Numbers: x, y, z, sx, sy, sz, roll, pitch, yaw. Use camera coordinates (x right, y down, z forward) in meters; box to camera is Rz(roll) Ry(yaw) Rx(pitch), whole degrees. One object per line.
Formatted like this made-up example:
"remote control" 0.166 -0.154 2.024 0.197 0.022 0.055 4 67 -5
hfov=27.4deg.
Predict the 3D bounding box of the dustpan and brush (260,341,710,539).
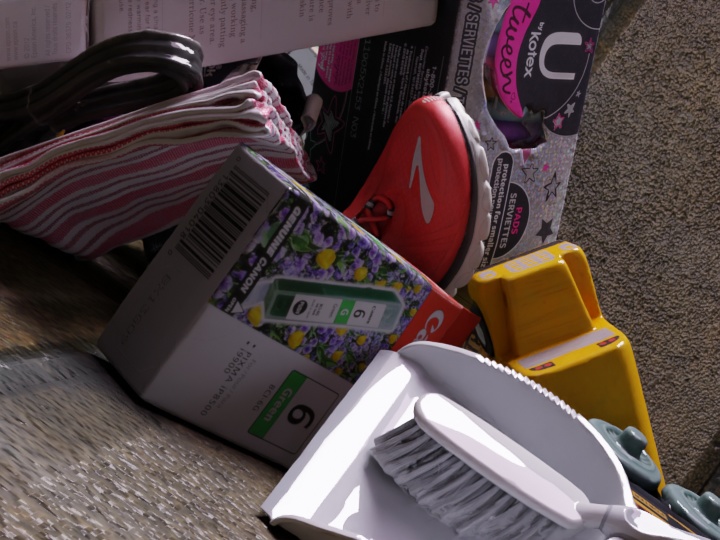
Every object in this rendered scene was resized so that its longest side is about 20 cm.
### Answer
"dustpan and brush" 0.078 0.095 0.588 0.199 0.058 0.140 32 36 7

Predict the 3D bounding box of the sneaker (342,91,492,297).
"sneaker" 0.000 0.000 0.760 0.084 0.201 0.077 1 36 -38

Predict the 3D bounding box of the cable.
"cable" -0.154 -0.081 0.690 0.097 0.051 0.199 23 -35 -32

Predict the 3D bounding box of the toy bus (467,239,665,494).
"toy bus" 0.116 0.090 0.785 0.078 0.064 0.202 -133 -155 -72

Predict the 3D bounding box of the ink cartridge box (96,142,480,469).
"ink cartridge box" -0.014 0.037 0.685 0.200 0.109 0.050 34 4 -45

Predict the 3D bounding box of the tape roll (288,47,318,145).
"tape roll" -0.061 -0.104 0.987 0.200 0.048 0.202 38 36 -34

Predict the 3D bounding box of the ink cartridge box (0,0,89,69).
"ink cartridge box" -0.257 -0.132 0.698 0.198 0.044 0.198 -10 27 -31

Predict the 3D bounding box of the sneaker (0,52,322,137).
"sneaker" -0.108 -0.113 0.803 0.198 0.080 0.129 32 -26 -22

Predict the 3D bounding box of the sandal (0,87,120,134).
"sandal" -0.165 -0.061 0.798 0.082 0.050 0.202 33 -25 -30

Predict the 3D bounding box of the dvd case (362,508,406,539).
"dvd case" 0.082 0.163 0.664 0.146 0.022 0.200 37 4 23

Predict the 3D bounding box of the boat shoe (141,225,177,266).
"boat shoe" -0.092 -0.033 0.999 0.200 0.070 0.092 1 68 -60

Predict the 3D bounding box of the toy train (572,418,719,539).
"toy train" 0.147 0.151 0.690 0.199 0.085 0.114 37 14 -8

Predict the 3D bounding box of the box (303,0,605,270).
"box" 0.053 -0.104 0.871 0.114 0.202 0.132 -4 21 -36

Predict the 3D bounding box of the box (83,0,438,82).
"box" -0.077 -0.188 0.766 0.198 0.107 0.152 -16 37 -29

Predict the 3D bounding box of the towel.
"towel" -0.099 -0.041 0.725 0.200 0.145 0.030 55 17 -82

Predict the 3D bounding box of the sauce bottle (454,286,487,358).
"sauce bottle" 0.066 0.032 0.906 0.199 0.066 0.066 33 0 41
